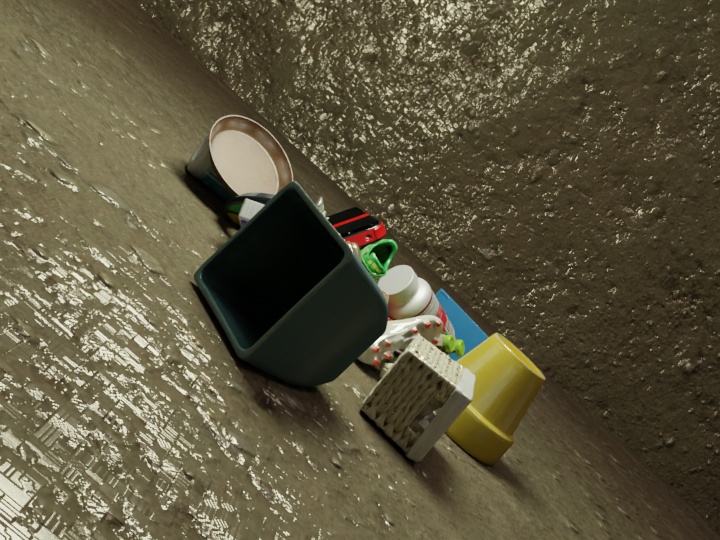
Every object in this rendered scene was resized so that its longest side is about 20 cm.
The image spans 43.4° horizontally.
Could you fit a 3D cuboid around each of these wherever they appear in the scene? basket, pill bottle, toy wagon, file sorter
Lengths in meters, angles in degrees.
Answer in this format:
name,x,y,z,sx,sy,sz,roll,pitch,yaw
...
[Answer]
name,x,y,z,sx,sy,sz,roll,pitch,yaw
basket,0.092,0.191,1.414,0.123,0.136,0.200,40,8,4
pill bottle,0.116,0.089,1.932,0.201,0.112,0.112,57,-2,-34
pill bottle,-0.242,-0.185,1.824,0.199,0.111,0.111,39,9,-22
toy wagon,0.126,0.148,1.784,0.153,0.040,0.200,-2,-12,24
file sorter,0.222,0.173,2.094,0.200,0.139,0.122,47,6,32

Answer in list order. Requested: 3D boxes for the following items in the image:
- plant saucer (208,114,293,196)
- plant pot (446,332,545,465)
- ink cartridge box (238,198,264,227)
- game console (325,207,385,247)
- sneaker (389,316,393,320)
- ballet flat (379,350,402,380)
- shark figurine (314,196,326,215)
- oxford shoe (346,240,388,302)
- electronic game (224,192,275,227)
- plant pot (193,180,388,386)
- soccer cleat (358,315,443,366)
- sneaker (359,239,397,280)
name,x,y,z,sx,sy,sz,roll,pitch,yaw
plant saucer,-0.217,-0.205,1.748,0.199,0.034,0.203,27,47,-32
plant pot,0.241,0.230,1.715,0.200,0.189,0.201,40,9,-8
ink cartridge box,-0.111,-0.051,1.584,0.197,0.044,0.198,22,-12,1
game console,-0.062,-0.070,1.818,0.177,0.197,0.031,-145,-142,-64
sneaker,0.008,0.062,1.827,0.199,0.085,0.077,36,12,-34
ballet flat,0.067,0.183,1.609,0.070,0.070,0.200,22,7,-7
shark figurine,-0.120,-0.055,1.945,0.088,0.129,0.216,13,35,-14
oxford shoe,0.013,0.040,1.665,0.070,0.074,0.203,-125,-157,-78
electronic game,-0.157,-0.092,1.683,0.197,0.042,0.200,12,-17,4
plant pot,-0.072,0.043,1.249,0.200,0.196,0.196,45,3,-45
soccer cleat,0.065,0.115,1.625,0.198,0.070,0.077,-15,31,-37
sneaker,0.000,0.000,1.741,0.074,0.200,0.083,48,-33,-12
